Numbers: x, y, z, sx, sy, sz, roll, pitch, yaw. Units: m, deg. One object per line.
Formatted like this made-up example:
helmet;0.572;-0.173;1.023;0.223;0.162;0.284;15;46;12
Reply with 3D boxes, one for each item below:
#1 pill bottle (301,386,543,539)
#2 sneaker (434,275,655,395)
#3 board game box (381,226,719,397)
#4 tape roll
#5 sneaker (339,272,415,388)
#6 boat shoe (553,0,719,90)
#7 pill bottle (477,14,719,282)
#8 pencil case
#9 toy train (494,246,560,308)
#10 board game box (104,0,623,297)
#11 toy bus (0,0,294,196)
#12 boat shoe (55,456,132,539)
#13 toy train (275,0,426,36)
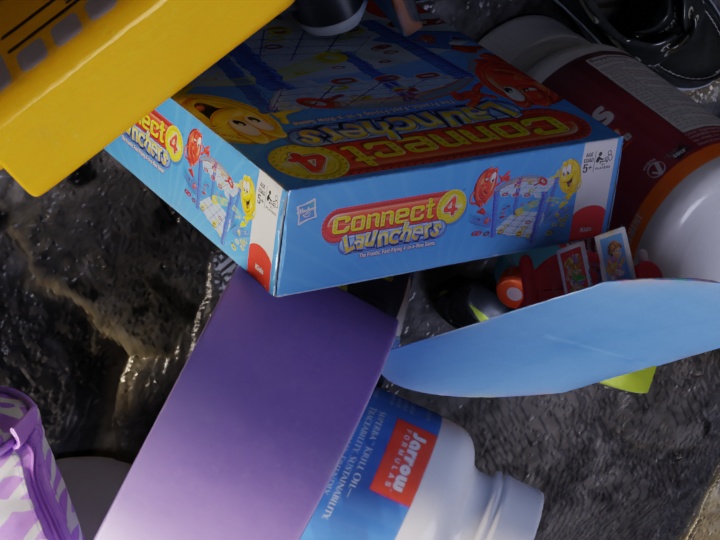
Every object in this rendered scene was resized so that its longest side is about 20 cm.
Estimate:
pill bottle;-0.005;0.118;1.327;0.199;0.112;0.113;23;108;-3
sneaker;0.122;0.019;1.465;0.200;0.074;0.081;12;105;-50
board game box;0.107;0.019;1.211;0.200;0.039;0.158;-18;159;34
tape roll;-0.063;0.093;1.169;0.085;0.200;0.200;27;105;-2
sneaker;0.000;0.000;1.334;0.200;0.074;0.082;108;6;-51
boat shoe;0.159;-0.149;1.373;0.200;0.057;0.069;28;96;-45
pill bottle;0.140;-0.058;1.320;0.109;0.200;0.110;-20;130;-26
pencil case;-0.175;0.155;1.250;0.084;0.085;0.200;-49;132;-39
toy train;0.145;-0.011;1.417;0.199;0.150;0.056;-5;136;-27
board game box;-0.007;-0.068;1.200;0.199;0.196;0.056;-11;122;-33
toy bus;-0.133;-0.104;1.146;0.200;0.078;0.065;-37;135;4
boat shoe;-0.119;0.166;1.375;0.199;0.075;0.093;10;131;-29
toy train;-0.013;-0.200;1.191;0.114;0.087;0.200;-29;136;-6
